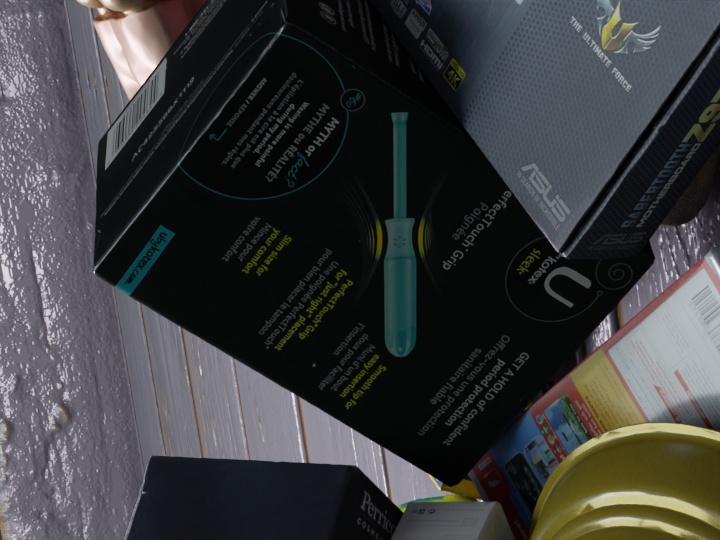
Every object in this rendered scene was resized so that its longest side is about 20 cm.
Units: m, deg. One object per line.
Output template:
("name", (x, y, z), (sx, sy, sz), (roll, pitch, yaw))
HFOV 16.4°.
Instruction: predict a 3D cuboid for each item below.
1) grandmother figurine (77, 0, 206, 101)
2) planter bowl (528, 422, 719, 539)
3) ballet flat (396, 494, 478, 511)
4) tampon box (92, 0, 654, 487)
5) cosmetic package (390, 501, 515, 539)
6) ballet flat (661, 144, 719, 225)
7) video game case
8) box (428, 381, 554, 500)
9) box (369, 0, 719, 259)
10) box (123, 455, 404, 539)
("grandmother figurine", (-0.076, -0.053, 1.237), (0.200, 0.061, 0.121), (69, 166, -18))
("planter bowl", (0.127, 0.168, 1.017), (0.200, 0.083, 0.200), (22, 126, 33))
("ballet flat", (0.041, 0.218, 1.398), (0.067, 0.067, 0.200), (-55, -34, -71))
("tampon box", (0.003, -0.031, 1.121), (0.150, 0.200, 0.126), (-50, 22, 21))
("cosmetic package", (0.058, 0.203, 1.124), (0.083, 0.051, 0.200), (-62, -41, -45))
("ballet flat", (0.127, -0.119, 1.053), (0.067, 0.068, 0.200), (-8, 93, 60))
("video game case", (0.133, 0.098, 1.067), (0.200, 0.017, 0.143), (-46, 68, 47))
("box", (0.054, 0.065, 1.450), (0.064, 0.070, 0.200), (-69, 23, 15))
("box", (0.085, -0.128, 1.022), (0.200, 0.051, 0.158), (56, 128, 30))
("box", (-0.030, 0.215, 1.147), (0.200, 0.123, 0.198), (48, -131, -48))
